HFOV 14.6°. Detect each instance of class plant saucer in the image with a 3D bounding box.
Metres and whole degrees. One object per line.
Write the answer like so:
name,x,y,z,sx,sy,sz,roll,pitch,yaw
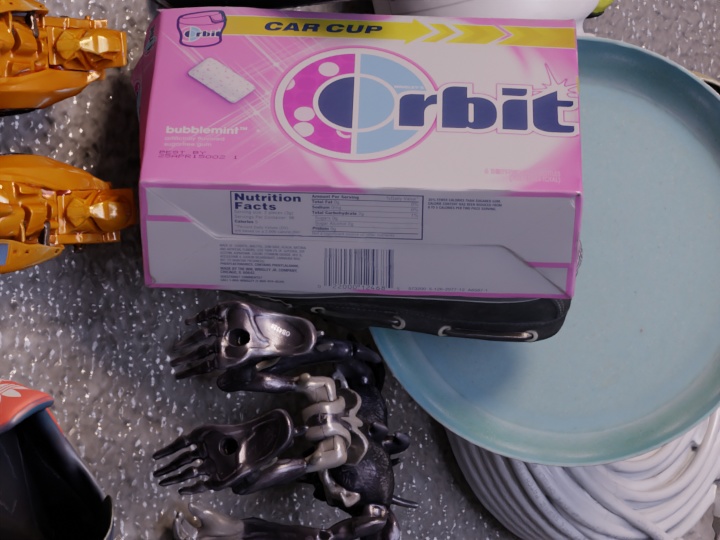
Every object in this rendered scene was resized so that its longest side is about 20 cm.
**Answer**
plant saucer,0.097,-0.008,1.303,0.027,0.198,0.202,65,27,-81

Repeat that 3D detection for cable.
cable,0.122,0.047,1.450,0.199,0.069,0.202,23,70,-41

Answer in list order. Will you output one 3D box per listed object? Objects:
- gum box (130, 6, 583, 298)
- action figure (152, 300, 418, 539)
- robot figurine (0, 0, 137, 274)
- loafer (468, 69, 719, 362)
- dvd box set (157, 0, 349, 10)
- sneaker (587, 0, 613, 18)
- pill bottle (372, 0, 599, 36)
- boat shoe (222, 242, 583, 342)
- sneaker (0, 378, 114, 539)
gum box,-0.004,-0.052,1.226,0.066,0.198,0.114,91,1,-45
action figure,-0.037,0.074,1.263,0.200,0.101,0.120,43,44,-67
robot figurine,-0.183,-0.058,1.146,0.199,0.058,0.146,-3,88,-47
loafer,0.112,-0.031,1.354,0.076,0.068,0.200,40,67,-4
dvd box set,-0.013,-0.215,1.275,0.029,0.146,0.201,32,63,-45
sneaker,0.122,-0.232,1.456,0.078,0.090,0.202,-9,97,-49
pill bottle,0.054,-0.168,1.364,0.113,0.113,0.201,-24,105,-44
boat shoe,0.000,0.000,1.264,0.069,0.198,0.057,-78,171,-47
sneaker,-0.128,0.136,1.167,0.075,0.084,0.201,-38,114,-41
